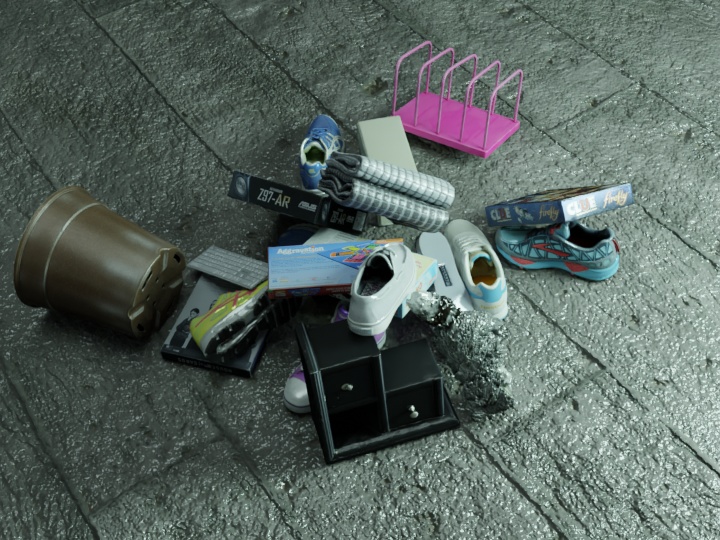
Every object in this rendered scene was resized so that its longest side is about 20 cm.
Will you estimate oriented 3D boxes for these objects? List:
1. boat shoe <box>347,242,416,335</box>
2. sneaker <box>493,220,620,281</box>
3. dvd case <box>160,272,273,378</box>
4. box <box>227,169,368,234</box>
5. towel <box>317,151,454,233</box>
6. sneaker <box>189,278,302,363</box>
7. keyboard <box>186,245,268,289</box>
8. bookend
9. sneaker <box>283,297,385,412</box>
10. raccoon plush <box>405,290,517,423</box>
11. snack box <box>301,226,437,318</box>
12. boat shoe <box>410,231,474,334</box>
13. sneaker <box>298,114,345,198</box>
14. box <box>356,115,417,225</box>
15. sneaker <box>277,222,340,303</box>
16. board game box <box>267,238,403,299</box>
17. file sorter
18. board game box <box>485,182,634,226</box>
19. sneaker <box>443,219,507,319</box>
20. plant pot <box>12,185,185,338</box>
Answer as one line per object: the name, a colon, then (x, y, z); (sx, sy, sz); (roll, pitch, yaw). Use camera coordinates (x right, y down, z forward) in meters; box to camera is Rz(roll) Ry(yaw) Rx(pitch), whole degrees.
boat shoe: (0.027, 0.006, 1.415); (0.071, 0.069, 0.200); (13, 34, 19)
sneaker: (0.306, -0.053, 1.649); (0.198, 0.096, 0.080); (10, 49, 15)
dvd case: (-0.202, 0.069, 1.641); (0.149, 0.025, 0.201); (10, 49, 15)
box: (-0.096, -0.106, 1.686); (0.159, 0.200, 0.044); (18, 93, 22)
towel: (0.033, -0.119, 1.605); (0.164, 0.086, 0.200); (15, 4, -19)
sneaker: (-0.173, 0.053, 1.587); (0.199, 0.079, 0.090); (-32, 41, -28)
keyboard: (-0.202, -0.006, 1.641); (0.056, 0.011, 0.199); (-34, 28, -27)
bookend: (0.026, 0.144, 1.429); (0.198, 0.200, 0.092); (-14, 45, -8)
sneaker: (-0.044, 0.108, 1.529); (0.072, 0.115, 0.200); (29, 58, 27)
raccoon plush: (0.132, 0.126, 1.458); (0.199, 0.097, 0.135); (20, 49, -31)
snack box: (0.000, 0.000, 1.553); (0.199, 0.037, 0.116); (17, 38, 25)
boat shoe: (0.117, 0.042, 1.602); (0.070, 0.070, 0.202); (-8, 69, -27)
sneaker: (-0.067, -0.211, 1.847); (0.075, 0.077, 0.201); (-4, 46, 5)
box: (0.049, -0.172, 1.804); (0.081, 0.069, 0.201); (-8, 47, -4)
sneaker: (-0.060, -0.004, 1.656); (0.199, 0.079, 0.089); (31, 55, 29)
board game box: (-0.033, -0.004, 1.510); (0.198, 0.020, 0.103); (-4, 38, -2)
file sorter: (0.169, -0.308, 1.858); (0.199, 0.126, 0.139); (22, 39, 24)
board game box: (0.304, -0.101, 1.638); (0.135, 0.035, 0.200); (-16, 8, -27)
sneaker: (0.181, -0.017, 1.640); (0.076, 0.081, 0.201); (-16, 47, -6)
plant pot: (-0.388, -0.002, 1.624); (0.197, 0.201, 0.201); (21, 53, 14)
